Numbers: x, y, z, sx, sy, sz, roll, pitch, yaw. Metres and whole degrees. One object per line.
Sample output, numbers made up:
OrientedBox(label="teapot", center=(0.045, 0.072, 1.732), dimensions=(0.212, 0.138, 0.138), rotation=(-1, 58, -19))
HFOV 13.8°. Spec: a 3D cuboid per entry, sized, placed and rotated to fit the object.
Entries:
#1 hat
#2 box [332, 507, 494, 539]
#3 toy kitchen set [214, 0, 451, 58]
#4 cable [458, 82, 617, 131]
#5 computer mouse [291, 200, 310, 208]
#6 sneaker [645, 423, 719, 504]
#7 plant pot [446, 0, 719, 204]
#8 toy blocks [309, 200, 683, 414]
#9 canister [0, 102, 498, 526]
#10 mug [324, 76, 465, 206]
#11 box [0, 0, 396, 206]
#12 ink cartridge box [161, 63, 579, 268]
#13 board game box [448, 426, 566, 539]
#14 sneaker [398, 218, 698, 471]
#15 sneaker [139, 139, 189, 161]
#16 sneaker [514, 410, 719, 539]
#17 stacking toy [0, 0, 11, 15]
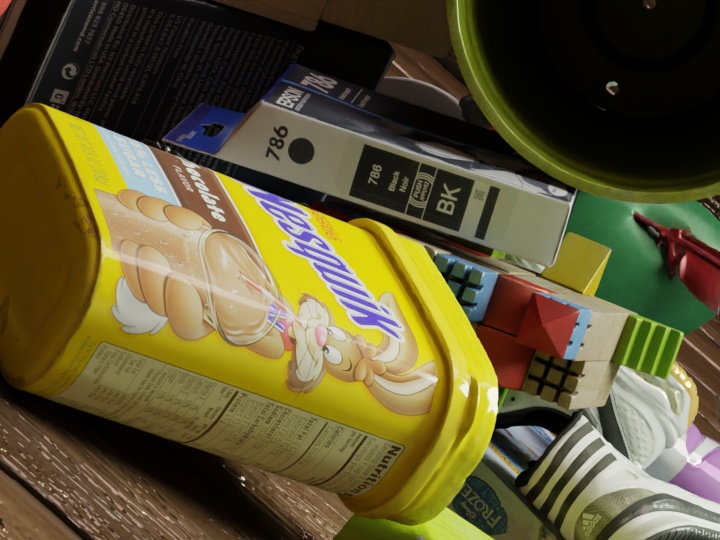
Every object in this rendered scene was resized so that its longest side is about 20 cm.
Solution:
OrientedBox(label="hat", center=(0.200, -0.021, 1.664), dimensions=(0.166, 0.175, 0.201), rotation=(-6, 78, -70))
OrientedBox(label="box", center=(0.067, 0.171, 1.233), dimensions=(0.122, 0.048, 0.200), rotation=(36, 10, -25))
OrientedBox(label="toy kitchen set", center=(-0.032, -0.242, 1.535), dimensions=(0.199, 0.181, 0.163), rotation=(15, 23, -27))
OrientedBox(label="cable", center=(0.112, -0.093, 1.671), dimensions=(0.097, 0.051, 0.200), rotation=(3, 18, 10))
OrientedBox(label="computer mouse", center=(0.000, 0.000, 1.577), dimensions=(0.199, 0.034, 0.059), rotation=(6, 66, -22))
OrientedBox(label="sneaker", center=(0.165, 0.101, 1.653), dimensions=(0.114, 0.073, 0.200), rotation=(44, -5, 0))
OrientedBox(label="plant pot", center=(0.148, -0.137, 1.500), dimensions=(0.200, 0.201, 0.193), rotation=(41, 6, 2))
OrientedBox(label="toy blocks", center=(0.044, 0.016, 1.444), dimensions=(0.199, 0.100, 0.137), rotation=(22, 5, 18))
OrientedBox(label="canister", center=(-0.057, 0.018, 1.227), dimensions=(0.199, 0.087, 0.149), rotation=(21, 25, -33))
OrientedBox(label="mug", center=(0.060, -0.001, 1.718), dimensions=(0.200, 0.148, 0.175), rotation=(44, 6, 28))
OrientedBox(label="box", center=(-0.111, -0.125, 1.568), dimensions=(0.199, 0.107, 0.149), rotation=(10, 26, -36))
OrientedBox(label="ink cartridge box", center=(0.009, -0.058, 1.455), dimensions=(0.199, 0.039, 0.099), rotation=(17, 17, 3))
OrientedBox(label="board game box", center=(0.086, 0.122, 1.570), dimensions=(0.200, 0.041, 0.199), rotation=(46, 11, 28))
OrientedBox(label="sneaker", center=(0.077, 0.035, 1.535), dimensions=(0.200, 0.088, 0.076), rotation=(40, -9, 10))
OrientedBox(label="sneaker", center=(-0.060, 0.023, 1.415), dimensions=(0.200, 0.070, 0.093), rotation=(44, -8, 31))
OrientedBox(label="sneaker", center=(0.151, 0.119, 1.480), dimensions=(0.115, 0.076, 0.200), rotation=(49, 15, 33))
OrientedBox(label="stacking toy", center=(-0.188, -0.177, 1.363), dimensions=(0.146, 0.200, 0.146), rotation=(39, 8, -7))
